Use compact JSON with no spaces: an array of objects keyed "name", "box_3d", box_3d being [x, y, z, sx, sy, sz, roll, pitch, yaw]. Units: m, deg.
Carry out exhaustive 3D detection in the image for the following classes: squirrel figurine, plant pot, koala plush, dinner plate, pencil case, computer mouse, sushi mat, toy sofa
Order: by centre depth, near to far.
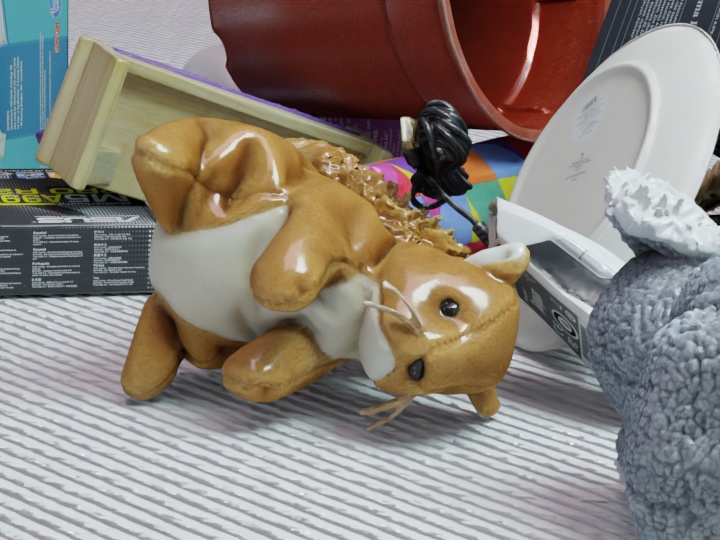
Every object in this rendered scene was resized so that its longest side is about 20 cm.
[{"name":"koala plush","box_3d":[0.159,0.042,0.996,0.184,0.178,0.200,-14,22,-19]},{"name":"squirrel figurine","box_3d":[0.000,0.000,1.205,0.186,0.142,0.200,14,19,18]},{"name":"computer mouse","box_3d":[0.097,-0.007,1.226,0.200,0.044,0.110,45,-12,20]},{"name":"dinner plate","box_3d":[0.126,-0.050,1.313,0.024,0.200,0.200,29,4,-22]},{"name":"pencil case","box_3d":[0.056,-0.032,1.452,0.088,0.089,0.200,15,17,42]},{"name":"toy sofa","box_3d":[-0.091,-0.074,1.458,0.200,0.083,0.098,17,10,-27]},{"name":"plant pot","box_3d":[0.024,-0.176,1.495,0.195,0.201,0.201,-1,10,35]},{"name":"sushi mat","box_3d":[0.194,-0.038,1.515,0.096,0.012,0.200,-29,3,13]}]

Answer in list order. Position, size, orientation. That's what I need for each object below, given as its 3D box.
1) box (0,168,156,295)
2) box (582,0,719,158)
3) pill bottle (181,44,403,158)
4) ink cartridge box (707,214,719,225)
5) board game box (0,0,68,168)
[{"name":"box","box_3d":[-0.230,-0.025,1.441,0.200,0.044,0.160,-1,14,-14]},{"name":"box","box_3d":[0.273,-0.114,1.440,0.200,0.104,0.182,23,-5,-36]},{"name":"pill bottle","box_3d":[-0.060,-0.099,1.630,0.200,0.112,0.112,-4,15,-26]},{"name":"ink cartridge box","box_3d":[0.305,-0.010,1.478,0.198,0.043,0.200,-2,14,-14]},{"name":"board game box","box_3d":[-0.276,-0.115,1.577,0.047,0.151,0.200,11,16,35]}]
